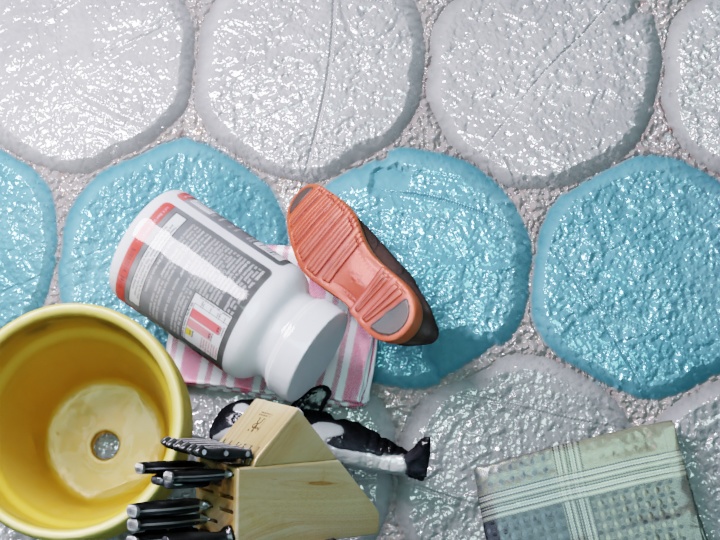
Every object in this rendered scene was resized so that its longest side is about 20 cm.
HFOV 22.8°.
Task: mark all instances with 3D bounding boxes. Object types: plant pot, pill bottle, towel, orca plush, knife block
[{"bbox_3d":[-0.240,0.144,1.585,0.198,0.189,0.203,-1,78,4],"label":"plant pot"},{"bbox_3d":[-0.118,0.025,1.611,0.199,0.116,0.116,33,82,15],"label":"pill bottle"},{"bbox_3d":[0.216,0.249,1.619,0.198,0.035,0.195,-13,75,3],"label":"towel"},{"bbox_3d":[-0.033,0.135,1.613,0.198,0.105,0.072,6,74,14],"label":"orca plush"},{"bbox_3d":[-0.096,0.205,1.495,0.176,0.064,0.201,-50,122,-23],"label":"knife block"},{"bbox_3d":[-0.080,0.046,1.675,0.198,0.030,0.148,7,79,5],"label":"towel"}]

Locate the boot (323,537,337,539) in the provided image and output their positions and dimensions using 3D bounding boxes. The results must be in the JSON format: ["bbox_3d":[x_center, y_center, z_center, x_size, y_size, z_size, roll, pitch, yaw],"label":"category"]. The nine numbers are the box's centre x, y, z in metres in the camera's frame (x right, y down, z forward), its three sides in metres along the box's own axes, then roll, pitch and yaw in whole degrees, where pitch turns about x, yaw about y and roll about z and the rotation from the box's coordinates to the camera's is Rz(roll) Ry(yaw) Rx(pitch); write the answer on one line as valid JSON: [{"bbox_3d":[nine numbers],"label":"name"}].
[{"bbox_3d":[-0.063,0.324,1.547,0.137,0.078,0.202,-7,123,5],"label":"boot"}]

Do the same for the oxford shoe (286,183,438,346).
[{"bbox_3d":[0.000,0.000,1.641,0.071,0.072,0.201,-45,57,14],"label":"oxford shoe"}]
